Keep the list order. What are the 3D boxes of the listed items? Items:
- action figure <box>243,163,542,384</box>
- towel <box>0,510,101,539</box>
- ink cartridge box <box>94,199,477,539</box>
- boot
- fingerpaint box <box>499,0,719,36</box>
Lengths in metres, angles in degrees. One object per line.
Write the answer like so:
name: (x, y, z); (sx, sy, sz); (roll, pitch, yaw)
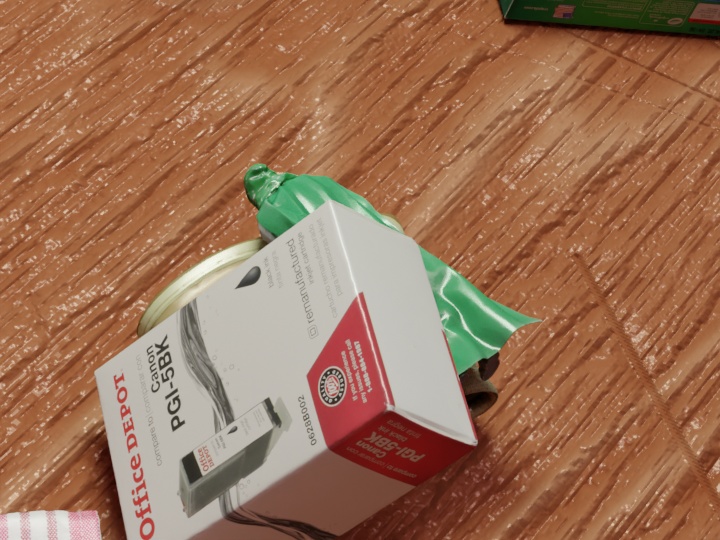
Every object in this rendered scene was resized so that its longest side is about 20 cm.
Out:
action figure: (0.000, 0.000, 1.390); (0.200, 0.055, 0.118); (43, 48, 20)
towel: (-0.234, 0.197, 1.253); (0.200, 0.030, 0.147); (1, 52, -19)
ink cartridge box: (-0.048, 0.078, 1.294); (0.083, 0.200, 0.147); (25, 38, -45)
boot: (-0.025, 0.054, 1.419); (0.200, 0.072, 0.155); (-17, 63, -31)
fingerpaint box: (0.195, -0.269, 1.753); (0.200, 0.073, 0.167); (2, 54, -20)
